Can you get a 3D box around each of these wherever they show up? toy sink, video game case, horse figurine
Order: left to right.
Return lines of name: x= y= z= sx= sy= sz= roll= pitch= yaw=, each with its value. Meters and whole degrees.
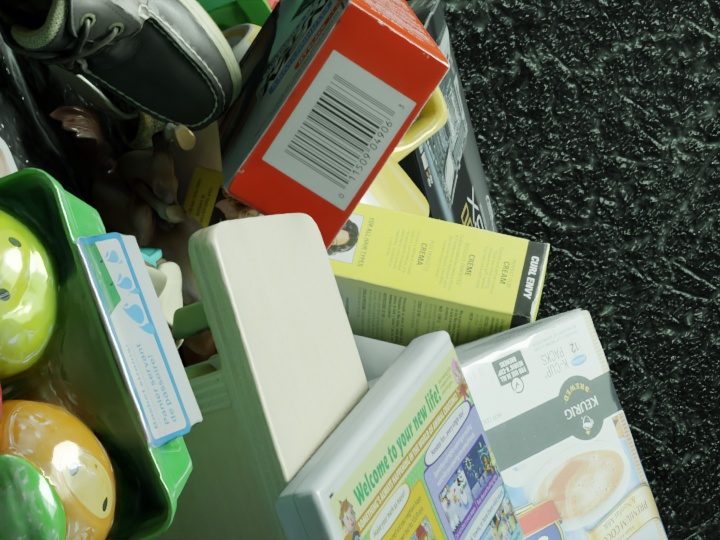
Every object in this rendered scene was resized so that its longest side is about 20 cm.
horse figurine: x=-0.093 y=-0.007 z=1.039 sx=0.200 sy=0.050 sz=0.132 roll=57 pitch=-23 yaw=-14
toy sink: x=-0.060 y=0.089 z=0.852 sx=0.130 sy=0.112 sz=0.201 roll=-13 pitch=86 yaw=-73
video game case: x=0.035 y=0.139 z=0.854 sx=0.183 sy=0.022 sz=0.200 roll=69 pitch=22 yaw=-9

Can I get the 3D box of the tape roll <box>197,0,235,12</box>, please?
tape roll: x=-0.084 y=-0.200 z=1.146 sx=0.201 sy=0.199 sz=0.048 roll=-94 pitch=162 yaw=-64

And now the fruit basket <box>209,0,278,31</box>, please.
fruit basket: x=-0.057 y=-0.233 z=1.420 sx=0.156 sy=0.215 sz=0.216 roll=57 pitch=15 yaw=-57

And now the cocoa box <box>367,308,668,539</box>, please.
cocoa box: x=0.030 y=0.120 z=1.017 sx=0.199 sy=0.133 sz=0.132 roll=-21 pitch=91 yaw=-40

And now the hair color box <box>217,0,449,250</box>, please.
hair color box: x=-0.020 y=-0.095 z=1.046 sx=0.064 sy=0.111 sz=0.200 roll=32 pitch=11 yaw=-12

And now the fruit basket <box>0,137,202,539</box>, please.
fruit basket: x=-0.125 y=0.041 z=0.659 sx=0.200 sy=0.093 sz=0.186 roll=-7 pitch=76 yaw=-78

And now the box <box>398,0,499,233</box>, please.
box: x=0.043 y=-0.065 z=1.396 sx=0.158 sy=0.049 sz=0.201 roll=-66 pitch=145 yaw=-59

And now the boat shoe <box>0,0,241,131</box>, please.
boat shoe: x=-0.143 y=-0.127 z=0.955 sx=0.201 sy=0.072 sz=0.066 roll=42 pitch=37 yaw=-22

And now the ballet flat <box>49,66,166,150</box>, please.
ballet flat: x=-0.151 y=-0.146 z=1.035 sx=0.200 sy=0.071 sz=0.071 roll=54 pitch=12 yaw=-16

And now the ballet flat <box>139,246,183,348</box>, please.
ballet flat: x=-0.115 y=0.020 z=0.904 sx=0.200 sy=0.069 sz=0.070 roll=6 pitch=63 yaw=-82

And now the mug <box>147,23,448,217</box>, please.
mug: x=-0.053 y=-0.072 z=1.232 sx=0.154 sy=0.149 sz=0.187 roll=57 pitch=37 yaw=-18

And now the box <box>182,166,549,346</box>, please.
box: x=0.000 y=0.000 z=1.116 sx=0.075 sy=0.199 sz=0.050 roll=89 pitch=14 yaw=-64

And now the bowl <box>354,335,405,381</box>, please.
bowl: x=0.004 y=0.090 z=1.273 sx=0.201 sy=0.090 sz=0.202 roll=166 pitch=-90 yaw=-86
